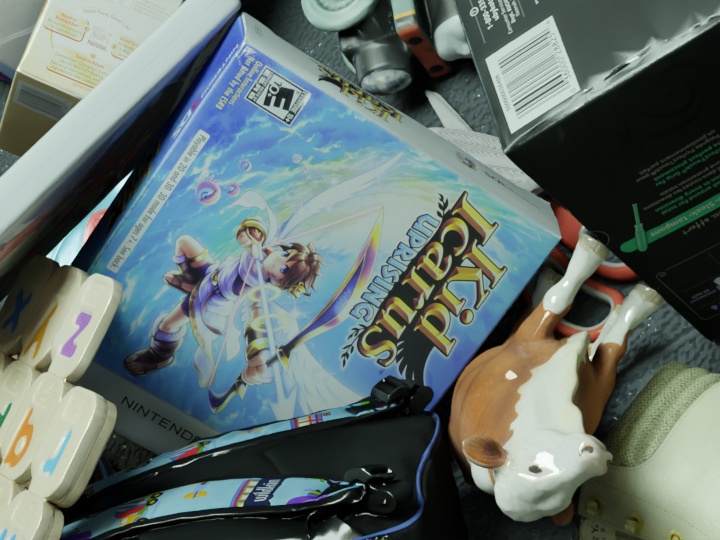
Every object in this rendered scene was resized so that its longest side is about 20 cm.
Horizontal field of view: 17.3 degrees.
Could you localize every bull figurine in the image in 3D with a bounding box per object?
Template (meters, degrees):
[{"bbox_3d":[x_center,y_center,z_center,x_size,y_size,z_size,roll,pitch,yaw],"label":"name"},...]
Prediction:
[{"bbox_3d":[0.081,0.054,1.052,0.122,0.065,0.200,-56,4,-8],"label":"bull figurine"}]

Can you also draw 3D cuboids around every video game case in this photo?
[{"bbox_3d":[-0.035,0.010,1.118,0.200,0.181,0.046,-54,19,17],"label":"video game case"},{"bbox_3d":[-0.143,-0.039,1.127,0.200,0.023,0.182,-46,-1,-19],"label":"video game case"}]

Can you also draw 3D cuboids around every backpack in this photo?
[{"bbox_3d":[-0.052,0.146,1.052,0.199,0.135,0.183,-14,12,8],"label":"backpack"}]

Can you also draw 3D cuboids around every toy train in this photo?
[{"bbox_3d":[0.025,-0.193,1.284,0.113,0.085,0.201,-17,61,17],"label":"toy train"}]

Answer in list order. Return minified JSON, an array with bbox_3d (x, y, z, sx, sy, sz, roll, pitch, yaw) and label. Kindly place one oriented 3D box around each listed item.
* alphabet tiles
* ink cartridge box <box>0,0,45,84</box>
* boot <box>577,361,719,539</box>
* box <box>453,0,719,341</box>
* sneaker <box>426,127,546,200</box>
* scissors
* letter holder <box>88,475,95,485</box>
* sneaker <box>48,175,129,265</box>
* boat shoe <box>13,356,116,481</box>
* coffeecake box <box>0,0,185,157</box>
[{"bbox_3d":[-0.168,0.088,1.065,0.200,0.015,0.196,13,76,62],"label":"alphabet tiles"},{"bbox_3d":[-0.245,-0.204,1.497,0.199,0.076,0.137,24,80,41],"label":"ink cartridge box"},{"bbox_3d":[0.158,0.136,1.005,0.154,0.072,0.201,9,66,39],"label":"boot"},{"bbox_3d":[0.144,-0.090,1.056,0.124,0.200,0.149,-31,51,20],"label":"box"},{"bbox_3d":[0.000,0.000,1.195,0.199,0.113,0.078,-12,37,-1],"label":"sneaker"},{"bbox_3d":[0.075,-0.030,1.200,0.200,0.014,0.073,35,90,42],"label":"scissors"},{"bbox_3d":[-0.198,0.197,1.135,0.141,0.101,0.201,-2,41,19],"label":"letter holder"},{"bbox_3d":[-0.089,-0.025,1.295,0.095,0.079,0.200,38,87,19],"label":"sneaker"},{"bbox_3d":[-0.191,0.096,1.285,0.072,0.072,0.200,-42,48,9],"label":"boat shoe"},{"bbox_3d":[-0.133,-0.166,1.340,0.154,0.073,0.201,134,157,-72],"label":"coffeecake box"}]
